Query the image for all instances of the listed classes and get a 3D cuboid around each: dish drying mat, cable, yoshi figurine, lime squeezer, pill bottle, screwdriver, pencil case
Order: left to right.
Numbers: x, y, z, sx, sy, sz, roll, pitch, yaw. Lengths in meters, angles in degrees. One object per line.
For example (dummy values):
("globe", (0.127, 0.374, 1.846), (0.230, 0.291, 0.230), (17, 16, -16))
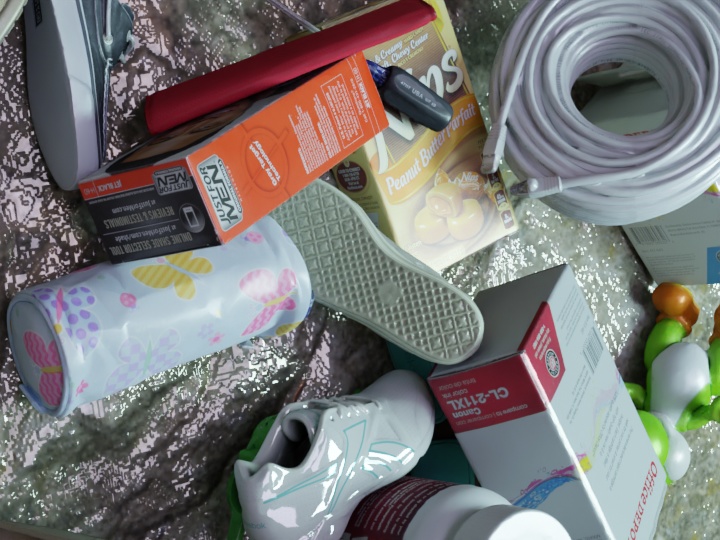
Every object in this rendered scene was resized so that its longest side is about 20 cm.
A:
("pencil case", (-0.130, 0.028, 0.937), (0.199, 0.091, 0.083), (-19, 57, -35))
("lime squeezer", (-0.066, 0.149, 1.014), (0.201, 0.037, 0.071), (-57, 149, -24))
("dish drying mat", (-0.048, -0.137, 0.948), (0.198, 0.077, 0.018), (-21, 108, 0))
("screwdriver", (-0.017, -0.152, 0.999), (0.199, 0.028, 0.029), (27, 104, -22))
("pill bottle", (0.049, 0.200, 0.984), (0.109, 0.199, 0.111), (2, 87, -35))
("cable", (0.195, -0.131, 1.074), (0.198, 0.069, 0.202), (6, 71, 9))
("yoshi figurine", (0.254, 0.108, 1.198), (0.111, 0.112, 0.201), (31, 73, -16))

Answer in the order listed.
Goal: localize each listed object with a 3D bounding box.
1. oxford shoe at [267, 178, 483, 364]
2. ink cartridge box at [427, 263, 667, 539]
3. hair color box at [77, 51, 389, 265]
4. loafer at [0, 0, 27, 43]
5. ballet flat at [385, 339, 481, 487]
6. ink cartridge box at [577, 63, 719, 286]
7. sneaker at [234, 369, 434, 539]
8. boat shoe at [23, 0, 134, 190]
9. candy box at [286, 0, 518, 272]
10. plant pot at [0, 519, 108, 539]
("oxford shoe", (0.000, 0.000, 1.017), (0.199, 0.058, 0.075), (35, 90, 5))
("ink cartridge box", (0.144, 0.121, 1.069), (0.201, 0.082, 0.146), (63, 29, -15))
("hair color box", (-0.077, -0.077, 0.933), (0.200, 0.101, 0.062), (-41, 115, -48))
("loafer", (-0.257, -0.144, 0.856), (0.068, 0.075, 0.201), (32, 71, -36))
("ballet flat", (0.071, 0.119, 1.088), (0.068, 0.068, 0.202), (-14, 96, -48))
("ink cartridge box", (0.280, -0.104, 1.203), (0.125, 0.128, 0.201), (-46, 113, -28))
("sneaker", (-0.013, 0.117, 0.982), (0.200, 0.070, 0.081), (-43, 122, -44))
("boat shoe", (-0.177, -0.153, 0.921), (0.067, 0.072, 0.202), (-6, 85, -34))
("candy box", (0.034, -0.101, 1.073), (0.115, 0.055, 0.202), (-27, 104, -32))
("plant pot", (-0.118, 0.264, 0.878), (0.176, 0.199, 0.202), (10, 83, -44))
